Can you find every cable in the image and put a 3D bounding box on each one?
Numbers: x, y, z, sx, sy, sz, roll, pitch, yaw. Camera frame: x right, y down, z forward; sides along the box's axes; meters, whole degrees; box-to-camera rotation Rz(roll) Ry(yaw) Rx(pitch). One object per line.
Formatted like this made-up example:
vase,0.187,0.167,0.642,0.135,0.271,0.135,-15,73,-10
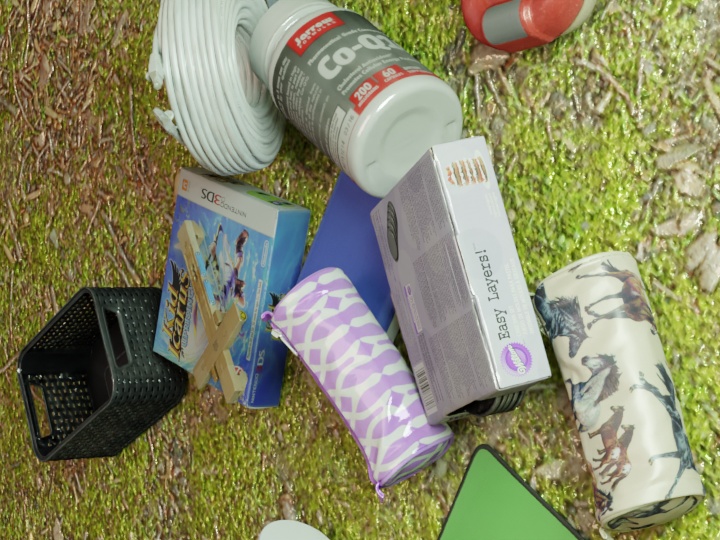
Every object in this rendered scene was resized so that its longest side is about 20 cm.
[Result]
cable,-0.126,-0.189,1.440,0.069,0.200,0.202,-8,64,16

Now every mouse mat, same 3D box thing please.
mouse mat,0.129,0.259,1.260,0.200,0.007,0.162,42,121,42

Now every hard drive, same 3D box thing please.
hard drive,0.000,0.000,1.407,0.132,0.025,0.201,47,124,41

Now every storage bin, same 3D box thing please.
storage bin,-0.288,0.115,1.712,0.200,0.093,0.136,-39,60,43

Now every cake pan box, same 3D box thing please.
cake pan box,0.074,0.017,1.218,0.184,0.052,0.202,130,127,-71

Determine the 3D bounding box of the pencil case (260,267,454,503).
pencil case,-0.003,0.091,1.333,0.201,0.085,0.084,54,165,20

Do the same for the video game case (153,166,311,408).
video game case,-0.133,0.014,1.558,0.181,0.045,0.202,24,108,49

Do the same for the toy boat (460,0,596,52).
toy boat,0.102,-0.274,1.198,0.130,0.130,0.202,-8,84,53

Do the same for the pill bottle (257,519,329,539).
pill bottle,-0.090,0.335,1.447,0.112,0.111,0.201,49,125,39

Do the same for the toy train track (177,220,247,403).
toy train track,-0.137,0.038,1.507,0.115,0.032,0.201,-55,45,44

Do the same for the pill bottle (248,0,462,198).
pill bottle,-0.010,-0.158,1.352,0.200,0.113,0.115,45,123,41

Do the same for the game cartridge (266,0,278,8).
game cartridge,-0.030,-0.330,1.443,0.200,0.040,0.134,-33,61,46

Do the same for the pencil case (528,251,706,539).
pencil case,0.185,0.092,1.133,0.089,0.078,0.202,-25,70,30
